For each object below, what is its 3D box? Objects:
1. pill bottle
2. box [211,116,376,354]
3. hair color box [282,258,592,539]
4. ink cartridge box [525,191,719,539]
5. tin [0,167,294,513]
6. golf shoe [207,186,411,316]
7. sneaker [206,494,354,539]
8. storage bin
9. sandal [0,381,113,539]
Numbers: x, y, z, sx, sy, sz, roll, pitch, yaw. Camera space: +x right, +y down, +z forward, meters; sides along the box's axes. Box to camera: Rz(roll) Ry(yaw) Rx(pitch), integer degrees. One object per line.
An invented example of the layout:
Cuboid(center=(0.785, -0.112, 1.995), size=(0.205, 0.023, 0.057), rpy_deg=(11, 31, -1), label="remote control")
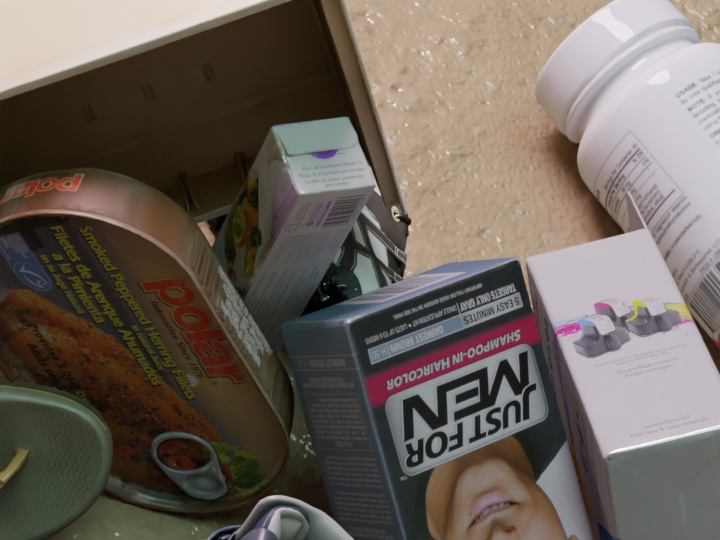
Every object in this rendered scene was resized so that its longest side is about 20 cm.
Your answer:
Cuboid(center=(0.194, -0.055, 1.169), size=(0.113, 0.113, 0.200), rpy_deg=(-22, 65, -34), label="pill bottle")
Cuboid(center=(-0.048, 0.004, 0.966), size=(0.041, 0.200, 0.039), rpy_deg=(-7, 60, -26), label="box")
Cuboid(center=(0.044, 0.105, 0.948), size=(0.099, 0.061, 0.200), rpy_deg=(-20, 98, -32), label="hair color box")
Cuboid(center=(0.131, 0.063, 1.023), size=(0.068, 0.115, 0.200), rpy_deg=(-13, 35, -1), label="ink cartridge box")
Cuboid(center=(-0.101, 0.034, 0.935), size=(0.112, 0.200, 0.042), rpy_deg=(-8, 43, 23), label="tin")
Cuboid(center=(0.000, 0.000, 1.072), size=(0.094, 0.078, 0.200), rpy_deg=(-15, 62, -31), label="golf shoe")
Cuboid(center=(-0.091, 0.140, 0.881), size=(0.202, 0.146, 0.077), rpy_deg=(16, 51, -9), label="sneaker")
Cuboid(center=(-0.098, -0.071, 0.958), size=(0.200, 0.199, 0.094), rpy_deg=(-20, 56, 0), label="storage bin")
Cuboid(center=(-0.207, 0.091, 0.908), size=(0.200, 0.080, 0.054), rpy_deg=(3, 15, -15), label="sandal")
